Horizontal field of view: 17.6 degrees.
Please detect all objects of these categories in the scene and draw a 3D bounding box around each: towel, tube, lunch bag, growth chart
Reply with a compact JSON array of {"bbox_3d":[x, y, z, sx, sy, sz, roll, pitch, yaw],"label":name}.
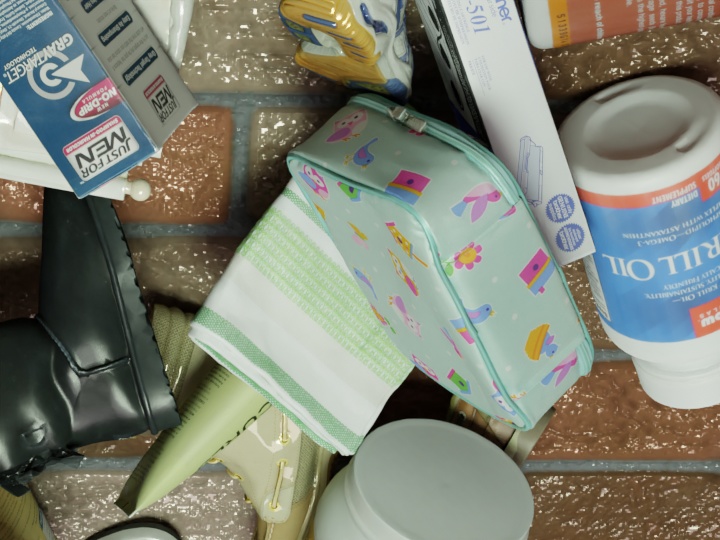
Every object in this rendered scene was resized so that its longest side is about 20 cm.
[{"bbox_3d":[0.000,0.000,1.448,0.149,0.031,0.200,41,80,-31],"label":"towel"},{"bbox_3d":[-0.082,0.081,1.475,0.200,0.052,0.058,-45,148,-10],"label":"tube"},{"bbox_3d":[0.046,-0.011,1.366,0.077,0.160,0.200,-39,126,-15],"label":"lunch bag"},{"bbox_3d":[-0.165,-0.135,1.372,0.144,0.018,0.201,19,111,-2],"label":"growth chart"}]

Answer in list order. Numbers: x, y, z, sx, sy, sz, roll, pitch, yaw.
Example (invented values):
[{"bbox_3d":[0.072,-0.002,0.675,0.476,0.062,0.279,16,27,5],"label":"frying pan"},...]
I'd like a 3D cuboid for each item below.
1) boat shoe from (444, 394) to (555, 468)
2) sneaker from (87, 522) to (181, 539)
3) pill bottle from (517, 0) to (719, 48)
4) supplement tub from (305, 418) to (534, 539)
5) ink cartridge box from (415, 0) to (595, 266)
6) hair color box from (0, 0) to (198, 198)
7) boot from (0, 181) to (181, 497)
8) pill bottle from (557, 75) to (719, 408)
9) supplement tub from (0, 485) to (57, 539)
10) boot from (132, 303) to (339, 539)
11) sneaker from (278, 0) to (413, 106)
[{"bbox_3d":[0.066,0.143,1.608,0.068,0.072,0.200,32,127,5],"label":"boat shoe"},{"bbox_3d":[-0.205,0.269,1.638,0.200,0.121,0.084,-37,121,21],"label":"sneaker"},{"bbox_3d":[0.185,-0.198,1.329,0.199,0.112,0.113,-10,127,3],"label":"pill bottle"},{"bbox_3d":[0.027,0.210,1.531,0.144,0.145,0.201,10,128,-12],"label":"supplement tub"},{"bbox_3d":[0.080,-0.105,1.380,0.044,0.094,0.201,-23,118,-4],"label":"ink cartridge box"},{"bbox_3d":[-0.179,-0.149,1.304,0.060,0.100,0.200,-30,102,19],"label":"hair color box"},{"bbox_3d":[-0.211,0.038,1.430,0.162,0.073,0.199,-17,88,-6],"label":"boot"},{"bbox_3d":[0.197,-0.013,1.468,0.112,0.113,0.201,-16,126,7],"label":"pill bottle"},{"bbox_3d":[-0.290,0.166,1.540,0.144,0.145,0.201,-16,126,7],"label":"supplement tub"},{"bbox_3d":[-0.094,0.120,1.563,0.155,0.073,0.201,10,119,-13],"label":"boot"},{"bbox_3d":[0.006,-0.154,1.336,0.075,0.200,0.089,21,83,5],"label":"sneaker"}]
